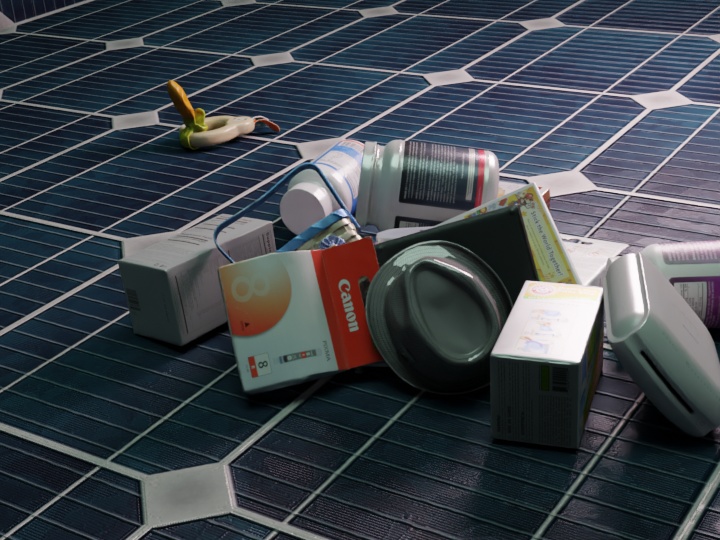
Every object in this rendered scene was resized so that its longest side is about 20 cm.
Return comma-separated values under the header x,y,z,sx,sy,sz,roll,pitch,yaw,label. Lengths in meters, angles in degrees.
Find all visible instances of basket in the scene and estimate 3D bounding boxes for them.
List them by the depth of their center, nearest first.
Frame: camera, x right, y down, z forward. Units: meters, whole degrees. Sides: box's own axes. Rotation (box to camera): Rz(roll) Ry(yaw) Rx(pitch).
x,y,z,sx,sy,sz,roll,pitch,yaw,label
-0.075,-0.027,1.601,0.176,0.139,0.200,-39,71,-9,basket

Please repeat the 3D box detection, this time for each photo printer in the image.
x,y,z,sx,sy,sz,roll,pitch,yaw,label
0.347,0.086,1.368,0.069,0.167,0.200,-37,14,23,photo printer

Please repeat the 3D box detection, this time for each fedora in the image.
x,y,z,sx,sy,sz,roll,pitch,yaw,label
0.099,0.050,1.441,0.176,0.201,0.090,-28,-12,-7,fedora

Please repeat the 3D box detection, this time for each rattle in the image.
x,y,z,sx,sy,sz,roll,pitch,yaw,label
-0.271,-0.325,2.383,0.198,0.145,0.130,-14,7,-5,rattle

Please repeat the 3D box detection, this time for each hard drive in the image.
x,y,z,sx,sy,sz,roll,pitch,yaw,label
0.125,0.009,1.528,0.198,0.141,0.033,-15,-1,15,hard drive

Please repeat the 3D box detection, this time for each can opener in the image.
x,y,z,sx,sy,sz,roll,pitch,yaw,label
0.059,0.099,1.505,0.197,0.067,0.053,4,26,7,can opener

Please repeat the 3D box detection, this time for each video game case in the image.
x,y,z,sx,sy,sz,roll,pitch,yaw,label
0.184,-0.010,1.604,0.180,0.023,0.201,-24,48,8,video game case

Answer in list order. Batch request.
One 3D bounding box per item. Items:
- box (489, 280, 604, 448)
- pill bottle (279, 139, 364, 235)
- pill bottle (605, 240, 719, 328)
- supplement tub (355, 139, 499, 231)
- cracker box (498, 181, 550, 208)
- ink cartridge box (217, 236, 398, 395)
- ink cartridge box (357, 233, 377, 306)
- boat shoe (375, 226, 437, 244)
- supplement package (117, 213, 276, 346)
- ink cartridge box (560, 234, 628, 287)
x,y,z,sx,sy,sz,roll,pitch,yaw,label
0.221,0.104,1.399,0.100,0.114,0.200,5,26,18,box
-0.052,-0.130,1.952,0.111,0.113,0.200,7,28,24,pill bottle
0.421,0.020,1.547,0.197,0.113,0.113,-2,25,4,pill bottle
0.097,-0.115,1.753,0.198,0.142,0.141,7,25,1,supplement tub
0.185,-0.095,1.898,0.198,0.058,0.134,11,30,29,cracker box
-0.065,0.053,1.484,0.198,0.164,0.050,-15,-13,4,ink cartridge box
0.000,0.000,1.716,0.198,0.068,0.116,3,26,17,ink cartridge box
0.119,-0.022,1.586,0.198,0.066,0.074,1,17,15,boat shoe
-0.219,0.009,1.676,0.109,0.115,0.199,10,27,41,supplement package
0.265,0.006,1.673,0.161,0.051,0.200,10,24,31,ink cartridge box
